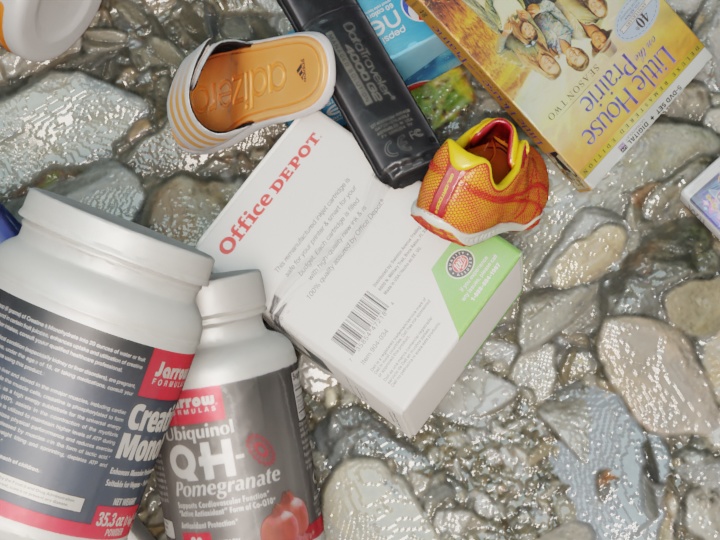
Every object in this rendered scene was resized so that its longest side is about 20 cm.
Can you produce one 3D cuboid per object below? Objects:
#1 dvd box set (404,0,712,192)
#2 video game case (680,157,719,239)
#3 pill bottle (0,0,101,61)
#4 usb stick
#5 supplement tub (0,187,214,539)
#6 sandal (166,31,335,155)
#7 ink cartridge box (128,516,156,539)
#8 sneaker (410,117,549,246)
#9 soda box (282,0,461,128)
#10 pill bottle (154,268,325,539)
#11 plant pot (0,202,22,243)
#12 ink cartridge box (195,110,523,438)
[{"bbox_3d":[0.150,-0.181,1.059,0.146,0.029,0.200,-45,100,-8],"label":"dvd box set"},{"bbox_3d":[0.352,-0.030,1.025,0.143,0.018,0.200,-40,71,-4],"label":"video game case"},{"bbox_3d":[-0.314,-0.267,1.162,0.199,0.113,0.113,34,80,17],"label":"pill bottle"},{"bbox_3d":[-0.003,-0.148,1.040,0.055,0.033,0.201,-22,65,-13],"label":"usb stick"},{"bbox_3d":[-0.180,0.065,0.873,0.139,0.140,0.203,21,91,15],"label":"supplement tub"},{"bbox_3d":[-0.099,-0.140,1.058,0.205,0.059,0.080,-11,82,50],"label":"sandal"},{"bbox_3d":[-0.167,0.276,0.979,0.145,0.083,0.200,-42,71,-6],"label":"ink cartridge box"},{"bbox_3d":[0.100,-0.070,0.997,0.072,0.200,0.078,31,111,11],"label":"sneaker"},{"bbox_3d":[0.021,-0.177,1.105,0.198,0.068,0.065,-27,70,-1],"label":"soda box"},{"bbox_3d":[-0.091,0.105,0.975,0.109,0.111,0.203,-9,94,6],"label":"pill bottle"},{"bbox_3d":[-0.292,0.053,1.016,0.179,0.200,0.201,38,80,12],"label":"plant pot"},{"bbox_3d":[0.000,0.000,1.042,0.199,0.084,0.146,36,80,17],"label":"ink cartridge box"}]
